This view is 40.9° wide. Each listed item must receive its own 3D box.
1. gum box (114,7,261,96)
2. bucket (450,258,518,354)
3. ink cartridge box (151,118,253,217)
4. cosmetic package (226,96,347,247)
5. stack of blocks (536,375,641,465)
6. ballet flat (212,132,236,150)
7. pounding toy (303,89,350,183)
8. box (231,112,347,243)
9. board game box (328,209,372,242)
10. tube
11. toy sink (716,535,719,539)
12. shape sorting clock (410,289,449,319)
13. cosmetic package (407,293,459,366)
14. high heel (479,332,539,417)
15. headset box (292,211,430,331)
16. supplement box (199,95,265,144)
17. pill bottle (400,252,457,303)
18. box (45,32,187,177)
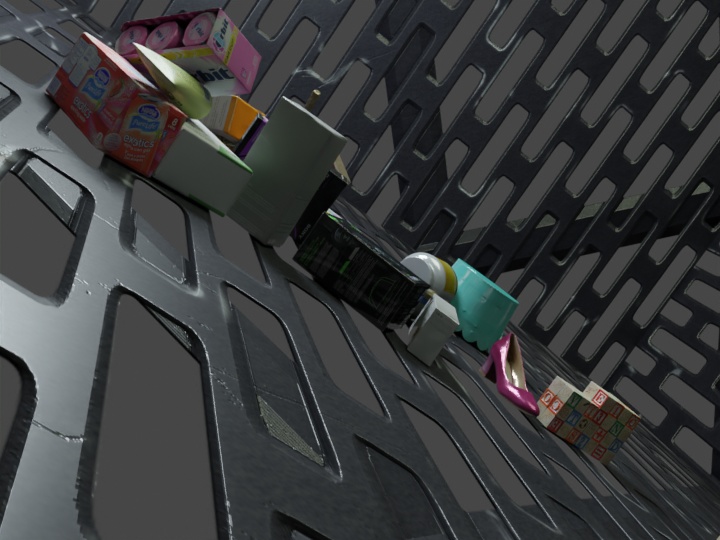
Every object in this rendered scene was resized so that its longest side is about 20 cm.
[{"bbox_3d":[-0.260,-0.314,1.420,0.196,0.067,0.113,1,-25,31],"label":"gum box"},{"bbox_3d":[0.259,0.079,2.227,0.206,0.136,0.207,36,6,-4],"label":"bucket"},{"bbox_3d":[-0.269,-0.182,1.412,0.144,0.085,0.200,31,9,-46],"label":"ink cartridge box"},{"bbox_3d":[-0.119,-0.148,1.467,0.106,0.202,0.090,37,7,13],"label":"cosmetic package"},{"bbox_3d":[0.432,0.276,1.840,0.198,0.116,0.059,32,7,-33],"label":"stack of blocks"},{"bbox_3d":[-0.239,-0.204,1.845,0.072,0.073,0.199,40,12,33],"label":"ballet flat"},{"bbox_3d":[-0.114,-0.211,1.786,0.200,0.181,0.145,14,52,-82],"label":"pounding toy"},{"bbox_3d":[-0.139,-0.159,1.697,0.198,0.144,0.036,34,16,-18],"label":"box"},{"bbox_3d":[-0.021,-0.049,1.965,0.199,0.056,0.196,38,6,5],"label":"board game box"},{"bbox_3d":[-0.253,-0.255,1.316,0.057,0.053,0.200,2,-5,6],"label":"tube"},{"bbox_3d":[0.665,0.499,1.521,0.198,0.113,0.130,36,6,-5],"label":"toy sink"},{"bbox_3d":[0.084,0.040,1.765,0.197,0.040,0.200,24,-16,7],"label":"shape sorting clock"},{"bbox_3d":[0.117,0.093,1.578,0.050,0.083,0.200,33,6,0],"label":"cosmetic package"},{"bbox_3d":[0.292,0.190,1.770,0.067,0.097,0.200,33,7,-23],"label":"high heel"},{"bbox_3d":[0.000,0.000,1.551,0.199,0.094,0.174,37,6,12],"label":"headset box"},{"bbox_3d":[-0.300,-0.301,1.861,0.196,0.075,0.126,14,-3,21],"label":"supplement box"},{"bbox_3d":[0.137,0.022,2.068,0.111,0.113,0.200,38,6,18],"label":"pill bottle"},{"bbox_3d":[-0.333,-0.228,1.312,0.094,0.103,0.200,29,9,-48],"label":"box"}]
